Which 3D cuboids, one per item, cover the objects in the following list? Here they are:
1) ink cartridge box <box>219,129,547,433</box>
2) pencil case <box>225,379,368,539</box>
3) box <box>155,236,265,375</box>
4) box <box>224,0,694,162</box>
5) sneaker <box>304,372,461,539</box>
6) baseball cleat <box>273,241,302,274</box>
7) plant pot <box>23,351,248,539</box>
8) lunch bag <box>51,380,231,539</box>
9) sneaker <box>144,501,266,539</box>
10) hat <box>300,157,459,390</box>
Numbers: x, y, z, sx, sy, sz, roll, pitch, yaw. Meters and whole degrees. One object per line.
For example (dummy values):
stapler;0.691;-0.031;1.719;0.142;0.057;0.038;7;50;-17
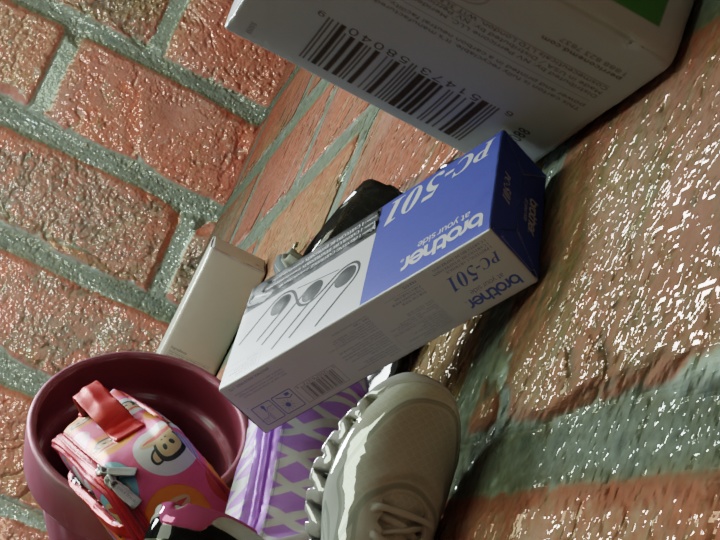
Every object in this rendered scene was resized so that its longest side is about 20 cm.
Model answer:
ink cartridge box;0.012;0.009;0.806;0.200;0.044;0.094;-31;27;30
pencil case;-0.040;0.126;0.852;0.083;0.086;0.200;-15;34;14
box;-0.199;0.065;1.846;0.201;0.082;0.068;-61;9;11
box;0.064;-0.188;0.768;0.172;0.198;0.200;-68;12;-20
sneaker;0.004;0.147;0.673;0.081;0.075;0.201;17;84;66
baseball cleat;-0.053;0.045;1.172;0.107;0.069;0.200;-63;9;9
plant pot;-0.210;0.203;1.308;0.200;0.199;0.180;-78;2;-53
lunch bag;-0.134;0.151;0.951;0.082;0.177;0.200;-37;15;-16
sneaker;-0.078;0.203;0.731;0.088;0.073;0.201;-60;-25;-43
hat;0.000;0.000;0.977;0.201;0.081;0.201;-61;12;22
